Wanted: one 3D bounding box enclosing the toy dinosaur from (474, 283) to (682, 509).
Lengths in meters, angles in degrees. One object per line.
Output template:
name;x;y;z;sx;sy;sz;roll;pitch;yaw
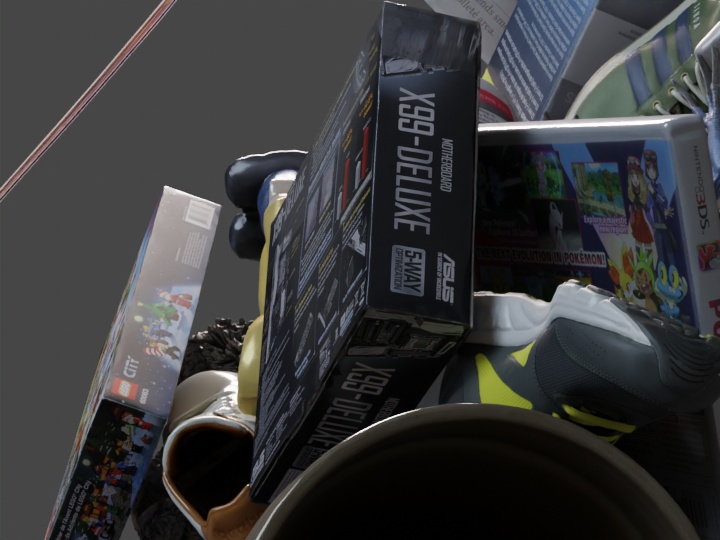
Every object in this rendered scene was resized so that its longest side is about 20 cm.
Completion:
toy dinosaur;0.075;0.093;1.085;0.088;0.047;0.200;-51;39;9

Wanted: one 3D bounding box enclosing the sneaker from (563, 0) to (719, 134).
sneaker;0.177;-0.097;1.293;0.200;0.067;0.090;-47;16;-5

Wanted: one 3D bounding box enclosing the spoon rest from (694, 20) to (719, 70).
spoon rest;0.229;-0.066;1.170;0.099;0.061;0.200;-46;33;7

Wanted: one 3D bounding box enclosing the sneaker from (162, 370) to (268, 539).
sneaker;-0.069;0.089;1.279;0.073;0.085;0.200;-34;30;-2

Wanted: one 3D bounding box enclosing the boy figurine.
boy figurine;-0.037;0.019;1.314;0.064;0.125;0.200;-3;33;-2

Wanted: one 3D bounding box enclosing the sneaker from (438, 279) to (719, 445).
sneaker;0.086;0.057;1.000;0.085;0.074;0.200;-71;16;-9

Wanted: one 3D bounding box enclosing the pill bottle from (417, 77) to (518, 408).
pill bottle;0.046;-0.002;1.284;0.111;0.111;0.201;-38;39;24

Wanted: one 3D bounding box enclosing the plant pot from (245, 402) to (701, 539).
plant pot;0.028;0.164;0.976;0.200;0.200;0.174;-53;3;-17

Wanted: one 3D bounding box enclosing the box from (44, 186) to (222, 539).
box;-0.128;0.065;1.379;0.200;0.038;0.137;-81;13;-55

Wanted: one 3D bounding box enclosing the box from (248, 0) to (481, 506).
box;0.000;0.000;1.133;0.200;0.050;0.158;120;158;-55

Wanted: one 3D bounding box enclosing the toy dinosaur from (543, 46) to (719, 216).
toy dinosaur;0.131;-0.015;1.167;0.182;0.104;0.201;116;151;-70

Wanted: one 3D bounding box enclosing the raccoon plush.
raccoon plush;-0.050;0.093;1.379;0.200;0.097;0.134;-31;33;37

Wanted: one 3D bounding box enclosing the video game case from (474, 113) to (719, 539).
video game case;0.105;0.024;1.091;0.023;0.183;0.200;-13;7;-23

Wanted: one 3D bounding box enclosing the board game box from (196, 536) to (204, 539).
board game box;-0.034;0.176;1.260;0.158;0.039;0.200;-35;28;17

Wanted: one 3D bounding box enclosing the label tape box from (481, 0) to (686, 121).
label tape box;0.126;-0.119;1.426;0.143;0.066;0.201;-106;37;-67

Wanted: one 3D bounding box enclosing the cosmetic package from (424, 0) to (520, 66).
cosmetic package;0.118;-0.244;1.546;0.200;0.167;0.167;-41;20;14
